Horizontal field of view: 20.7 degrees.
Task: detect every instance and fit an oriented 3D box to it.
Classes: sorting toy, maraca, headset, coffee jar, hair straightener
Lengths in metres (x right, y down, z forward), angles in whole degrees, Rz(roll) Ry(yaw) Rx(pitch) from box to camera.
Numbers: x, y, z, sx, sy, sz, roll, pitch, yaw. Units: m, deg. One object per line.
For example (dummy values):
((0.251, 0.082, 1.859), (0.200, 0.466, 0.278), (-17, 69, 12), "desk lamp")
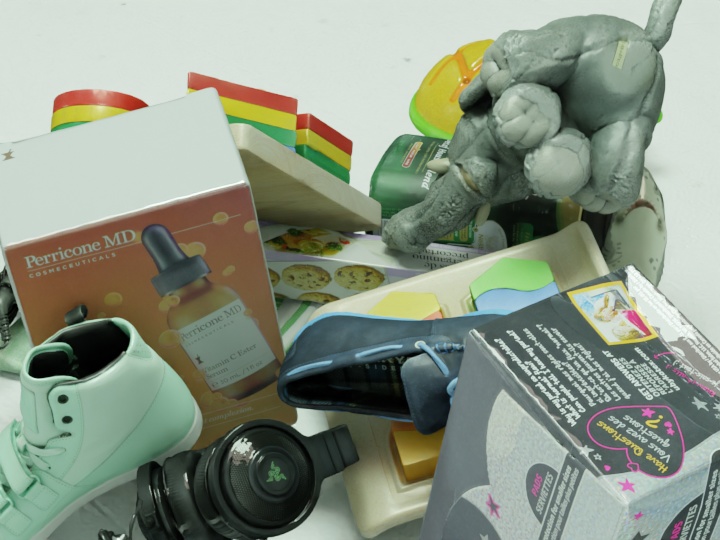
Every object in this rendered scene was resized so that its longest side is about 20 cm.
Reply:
((0.071, 0.059, 1.219), (0.199, 0.037, 0.186), (-20, 46, 2), "sorting toy")
((0.136, -0.125, 1.558), (0.199, 0.107, 0.137), (10, 40, 20), "maraca")
((-0.078, 0.143, 1.126), (0.123, 0.094, 0.200), (-25, -6, 36), "headset")
((-0.115, -0.078, 1.374), (0.199, 0.070, 0.199), (-5, -16, 27), "sorting toy")
((0.110, -0.042, 1.439), (0.199, 0.086, 0.104), (8, 32, 16), "coffee jar")
((-0.238, 0.008, 1.407), (0.041, 0.077, 0.200), (34, 29, -12), "hair straightener")

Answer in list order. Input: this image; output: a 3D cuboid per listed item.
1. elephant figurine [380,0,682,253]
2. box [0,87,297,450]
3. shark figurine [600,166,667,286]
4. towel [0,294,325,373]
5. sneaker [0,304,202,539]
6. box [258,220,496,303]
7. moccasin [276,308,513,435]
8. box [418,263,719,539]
((0.110, -0.094, 1.314), (0.154, 0.142, 0.200), (-1, -9, -18), "elephant figurine")
((-0.135, 0.012, 1.223), (0.151, 0.201, 0.107), (-15, 41, -6), "box")
((0.133, 0.040, 1.335), (0.214, 0.128, 0.090), (-32, 1, -2), "shark figurine")
((-0.140, 0.040, 1.378), (0.199, 0.024, 0.153), (10, 33, 19), "towel")
((-0.200, 0.098, 1.148), (0.200, 0.118, 0.074), (-31, 48, -6), "sneaker")
((0.000, 0.000, 1.385), (0.199, 0.042, 0.039), (8, 35, -4), "box")
((0.044, 0.070, 1.150), (0.199, 0.081, 0.068), (-3, 31, 30), "moccasin")
((0.117, 0.123, 1.021), (0.114, 0.201, 0.132), (-21, 52, -28), "box")
